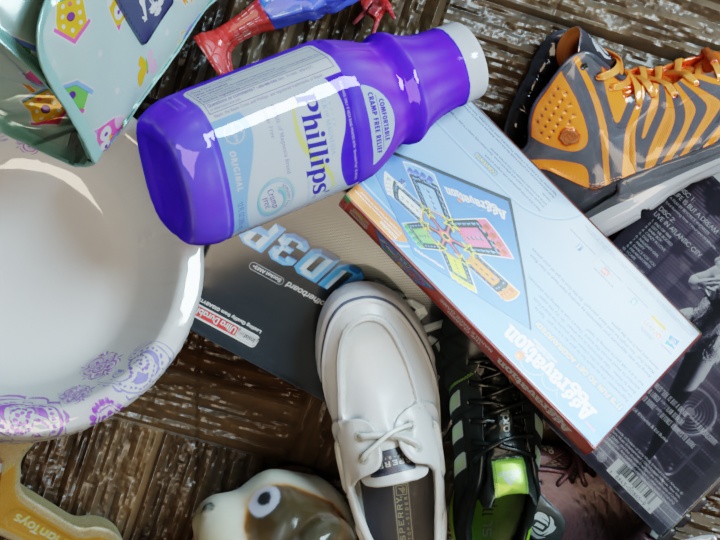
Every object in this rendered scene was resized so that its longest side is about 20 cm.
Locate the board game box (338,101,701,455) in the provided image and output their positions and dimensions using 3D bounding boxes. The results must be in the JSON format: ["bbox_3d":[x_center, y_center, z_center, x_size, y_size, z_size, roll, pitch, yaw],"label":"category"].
[{"bbox_3d":[0.092,0.000,1.067,0.200,0.019,0.103,46,65,3],"label":"board game box"}]

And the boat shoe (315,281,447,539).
[{"bbox_3d":[0.021,0.105,1.105,0.074,0.065,0.200,-15,112,0],"label":"boat shoe"}]

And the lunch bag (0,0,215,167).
[{"bbox_3d":[-0.172,-0.173,0.981,0.200,0.122,0.170,40,62,-20],"label":"lunch bag"}]

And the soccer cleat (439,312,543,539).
[{"bbox_3d":[0.084,0.093,1.099,0.068,0.081,0.200,-4,109,-7],"label":"soccer cleat"}]

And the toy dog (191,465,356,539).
[{"bbox_3d":[-0.059,0.221,1.150,0.194,0.140,0.200,6,106,-8],"label":"toy dog"}]

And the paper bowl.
[{"bbox_3d":[-0.194,-0.001,1.051,0.201,0.104,0.201,3,79,-15],"label":"paper bowl"}]

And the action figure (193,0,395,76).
[{"bbox_3d":[0.002,-0.167,1.055,0.200,0.065,0.052,-35,84,2],"label":"action figure"}]

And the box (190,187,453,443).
[{"bbox_3d":[0.000,0.000,1.125,0.200,0.046,0.159,30,104,-15],"label":"box"}]

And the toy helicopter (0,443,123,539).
[{"bbox_3d":[-0.233,0.148,1.141,0.200,0.079,0.132,35,96,-29],"label":"toy helicopter"}]

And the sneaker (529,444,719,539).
[{"bbox_3d":[0.157,0.117,1.168,0.115,0.076,0.200,29,105,-11],"label":"sneaker"}]

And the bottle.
[{"bbox_3d":[-0.023,-0.083,1.026,0.200,0.065,0.084,-23,123,-24],"label":"bottle"}]

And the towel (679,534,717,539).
[{"bbox_3d":[0.150,0.221,1.164,0.144,0.023,0.200,-14,152,-2],"label":"towel"}]

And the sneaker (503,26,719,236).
[{"bbox_3d":[0.174,-0.107,1.089,0.200,0.078,0.112,-34,110,6],"label":"sneaker"}]

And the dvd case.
[{"bbox_3d":[0.200,0.039,1.132,0.149,0.016,0.200,45,96,13],"label":"dvd case"}]
